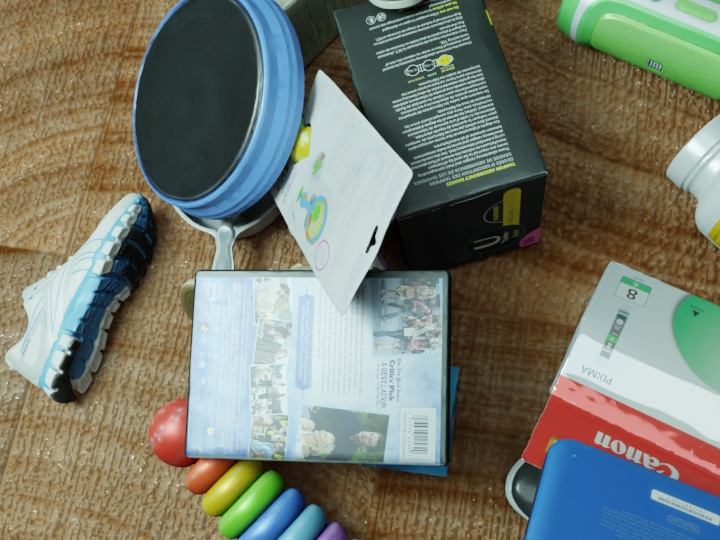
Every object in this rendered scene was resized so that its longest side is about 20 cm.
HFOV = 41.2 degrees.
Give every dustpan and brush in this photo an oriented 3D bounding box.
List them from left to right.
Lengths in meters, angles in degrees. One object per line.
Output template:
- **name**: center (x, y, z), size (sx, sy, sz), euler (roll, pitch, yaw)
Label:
- **dustpan and brush**: center (-0.119, -0.054, 0.876), size (0.139, 0.057, 0.201), euler (-4, 70, 6)

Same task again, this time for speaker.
- **speaker**: center (0.284, -0.216, 0.869), size (0.199, 0.088, 0.089), euler (28, 76, 16)

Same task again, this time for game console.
- **game console**: center (0.194, 0.243, 0.663), size (0.199, 0.119, 0.171), euler (21, 49, 6)

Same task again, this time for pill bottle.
- **pill bottle**: center (0.351, -0.039, 0.788), size (0.104, 0.104, 0.200), euler (-40, 71, -7)

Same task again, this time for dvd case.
- **dvd case**: center (-0.032, 0.070, 0.717), size (0.199, 0.018, 0.143), euler (0, 80, 10)

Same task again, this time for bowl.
- **bowl**: center (-0.130, -0.146, 0.824), size (0.200, 0.039, 0.202), euler (-6, 81, 43)

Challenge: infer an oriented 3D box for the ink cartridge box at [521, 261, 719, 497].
- **ink cartridge box**: center (0.235, 0.096, 0.745), size (0.160, 0.050, 0.200), euler (25, 47, 14)

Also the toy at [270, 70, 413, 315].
- **toy**: center (-0.009, -0.063, 0.734), size (0.116, 0.047, 0.200), euler (-65, 34, 21)

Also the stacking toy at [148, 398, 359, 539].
- **stacking toy**: center (-0.091, 0.183, 0.754), size (0.200, 0.085, 0.085), euler (44, 81, 4)

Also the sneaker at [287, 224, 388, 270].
- **sneaker**: center (0.000, 0.000, 0.839), size (0.080, 0.083, 0.201), euler (-19, 84, 21)

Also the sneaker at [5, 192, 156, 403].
- **sneaker**: center (-0.258, 0.012, 0.868), size (0.086, 0.075, 0.201), euler (20, 74, 19)

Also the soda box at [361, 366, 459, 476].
- **soda box**: center (-0.021, 0.112, 0.792), size (0.199, 0.064, 0.068), euler (6, 38, 10)

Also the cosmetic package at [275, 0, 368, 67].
- **cosmetic package**: center (-0.051, -0.275, 0.924), size (0.073, 0.104, 0.200), euler (39, 79, 18)

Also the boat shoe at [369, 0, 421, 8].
- **boat shoe**: center (0.034, -0.302, 0.813), size (0.072, 0.062, 0.201), euler (1, 54, 12)

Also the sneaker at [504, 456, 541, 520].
- **sneaker**: center (0.209, 0.189, 0.738), size (0.199, 0.083, 0.072), euler (20, 74, 14)

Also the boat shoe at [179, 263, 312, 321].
- **boat shoe**: center (-0.048, 0.031, 0.780), size (0.199, 0.072, 0.065), euler (9, 44, 15)

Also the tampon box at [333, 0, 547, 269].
- **tampon box**: center (0.071, -0.121, 0.828), size (0.126, 0.150, 0.201), euler (-16, 70, 2)
